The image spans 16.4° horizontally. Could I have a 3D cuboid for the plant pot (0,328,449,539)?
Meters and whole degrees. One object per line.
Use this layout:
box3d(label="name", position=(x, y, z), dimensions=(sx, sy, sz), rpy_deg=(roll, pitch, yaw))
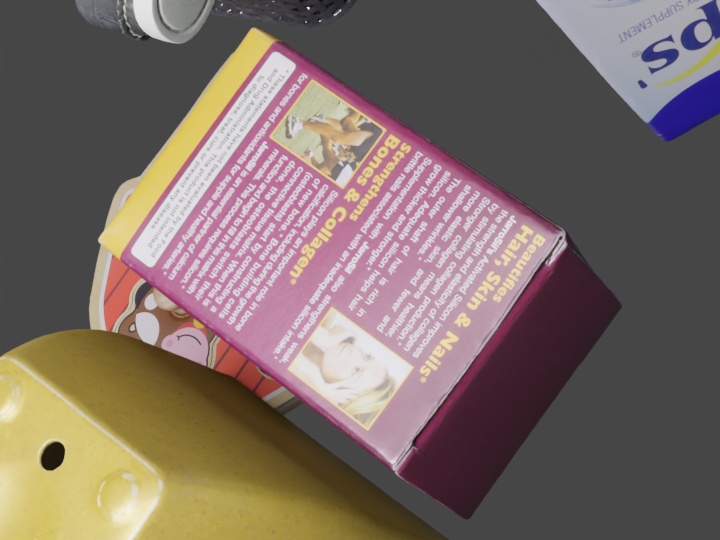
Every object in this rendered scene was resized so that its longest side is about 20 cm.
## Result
box3d(label="plant pot", position=(-0.103, 0.138, 1.109), dimensions=(0.194, 0.200, 0.196), rpy_deg=(34, 87, 35))

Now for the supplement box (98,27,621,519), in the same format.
box3d(label="supplement box", position=(0.000, 0.000, 1.163), dimensions=(0.200, 0.103, 0.131), rpy_deg=(37, 88, 28))

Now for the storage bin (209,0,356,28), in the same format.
box3d(label="storage bin", position=(-0.084, -0.221, 1.356), dimensions=(0.199, 0.094, 0.136), rpy_deg=(12, 73, 37))

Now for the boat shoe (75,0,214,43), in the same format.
box3d(label="boat shoe", position=(-0.089, -0.212, 1.248), dimensions=(0.060, 0.076, 0.201), rpy_deg=(12, 73, 30))

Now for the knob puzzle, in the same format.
box3d(label="knob puzzle", position=(-0.069, -0.002, 1.276), dimensions=(0.218, 0.030, 0.221), rpy_deg=(-14, 61, 26))

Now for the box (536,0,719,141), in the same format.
box3d(label="box", position=(0.161, -0.179, 1.109), dimensions=(0.183, 0.200, 0.106), rpy_deg=(-29, 56, 17))
